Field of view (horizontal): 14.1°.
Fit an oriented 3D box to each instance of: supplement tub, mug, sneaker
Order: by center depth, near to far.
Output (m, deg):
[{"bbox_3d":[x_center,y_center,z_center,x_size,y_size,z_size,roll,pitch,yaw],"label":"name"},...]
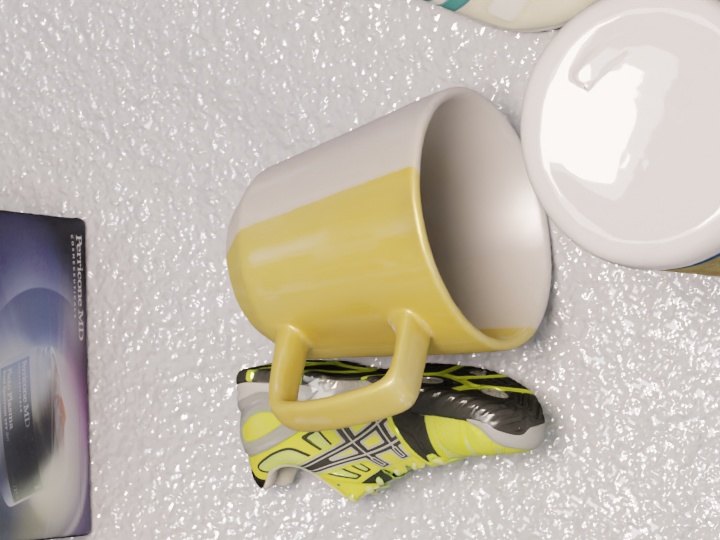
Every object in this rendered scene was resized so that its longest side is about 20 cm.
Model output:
[{"bbox_3d":[0.180,-0.070,1.548,0.144,0.200,0.146,-1,88,22],"label":"supplement tub"},{"bbox_3d":[0.000,-0.010,1.643,0.152,0.186,0.150,-12,103,30],"label":"mug"},{"bbox_3d":[0.044,-0.185,1.667,0.199,0.093,0.071,17,95,23],"label":"sneaker"},{"bbox_3d":[0.019,0.095,1.688,0.199,0.075,0.077,3,97,33],"label":"sneaker"}]

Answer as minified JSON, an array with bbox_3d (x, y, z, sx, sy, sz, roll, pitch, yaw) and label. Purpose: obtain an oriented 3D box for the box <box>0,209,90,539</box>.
[{"bbox_3d":[-0.254,0.063,1.729,0.122,0.198,0.201,-2,88,20],"label":"box"}]
